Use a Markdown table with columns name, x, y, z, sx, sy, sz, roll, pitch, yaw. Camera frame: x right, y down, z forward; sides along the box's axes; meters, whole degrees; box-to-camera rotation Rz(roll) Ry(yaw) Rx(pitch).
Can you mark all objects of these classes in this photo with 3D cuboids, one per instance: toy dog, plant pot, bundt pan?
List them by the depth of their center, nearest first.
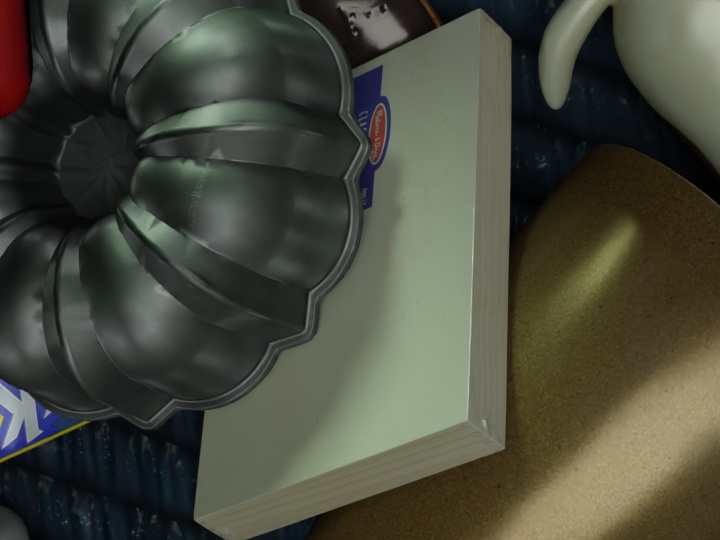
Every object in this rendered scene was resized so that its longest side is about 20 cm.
| name | x | y | z | sx | sy | sz | roll | pitch | yaw |
| --- | --- | --- | --- | --- | --- | --- | --- | --- | --- |
| bundt pan | -0.102 | -0.040 | 0.890 | 0.202 | 0.076 | 0.202 | -2 | 84 | 20 |
| plant pot | 0.079 | 0.083 | 0.908 | 0.200 | 0.186 | 0.186 | -40 | 100 | -11 |
| toy dog | 0.185 | -0.049 | 0.953 | 0.194 | 0.140 | 0.200 | -17 | 104 | -5 |

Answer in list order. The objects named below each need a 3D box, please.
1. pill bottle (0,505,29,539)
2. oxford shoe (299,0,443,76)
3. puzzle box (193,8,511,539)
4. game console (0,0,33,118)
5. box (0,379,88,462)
| name | x | y | z | sx | sy | sz | roll | pitch | yaw |
| --- | --- | --- | --- | --- | --- | --- | --- | --- | --- |
| pill bottle | -0.187 | 0.208 | 0.991 | 0.116 | 0.116 | 0.200 | -7 | 100 | -1 |
| oxford shoe | -0.048 | -0.133 | 0.960 | 0.200 | 0.073 | 0.071 | 34 | 97 | -8 |
| puzzle box | 0.000 | 0.000 | 0.913 | 0.133 | 0.200 | 0.025 | -23 | 136 | 33 |
| game console | -0.220 | -0.154 | 0.866 | 0.200 | 0.119 | 0.172 | 0 | 115 | 1 |
| box | -0.148 | 0.040 | 0.986 | 0.200 | 0.070 | 0.064 | -25 | 100 | 2 |
